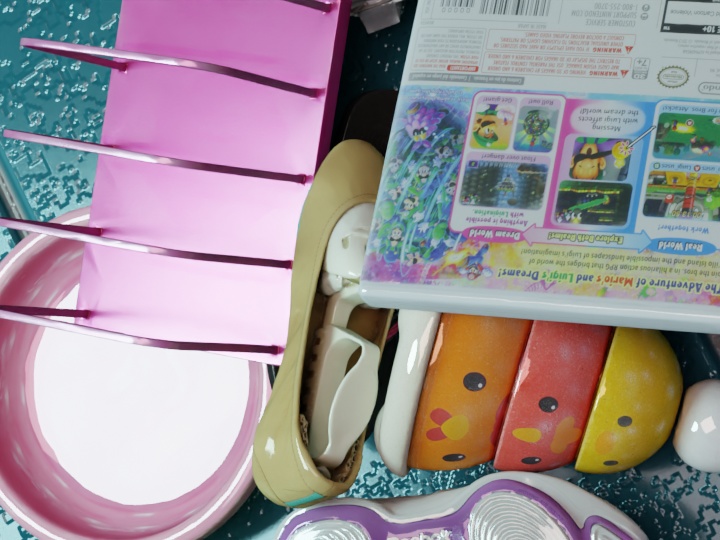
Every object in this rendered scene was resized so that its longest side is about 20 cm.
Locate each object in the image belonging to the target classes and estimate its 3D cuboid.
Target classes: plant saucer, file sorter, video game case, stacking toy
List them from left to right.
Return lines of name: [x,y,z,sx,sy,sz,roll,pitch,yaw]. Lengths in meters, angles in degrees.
plant saucer: [-0.129,0.063,1.622,0.200,0.051,0.201,-2,85,22]
file sorter: [-0.108,-0.060,1.517,0.139,0.125,0.201,10,92,29]
video game case: [0.109,-0.062,1.431,0.199,0.024,0.183,4,70,21]
stacking toy: [0.117,0.057,1.498,0.199,0.146,0.147,15,92,6]

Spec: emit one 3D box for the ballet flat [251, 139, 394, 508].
ballet flat: [-0.004,0.027,1.499,0.063,0.068,0.201,-5,70,56]

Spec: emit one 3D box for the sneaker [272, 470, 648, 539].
sneaker: [0.058,0.144,1.518,0.199,0.100,0.075,0,85,18]

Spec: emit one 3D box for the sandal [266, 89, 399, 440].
sandal: [0.000,0.000,1.559,0.045,0.075,0.201,11,88,64]

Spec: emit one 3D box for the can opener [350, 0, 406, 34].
can opener: [-0.048,-0.146,1.593,0.199,0.053,0.067,-17,109,20]
